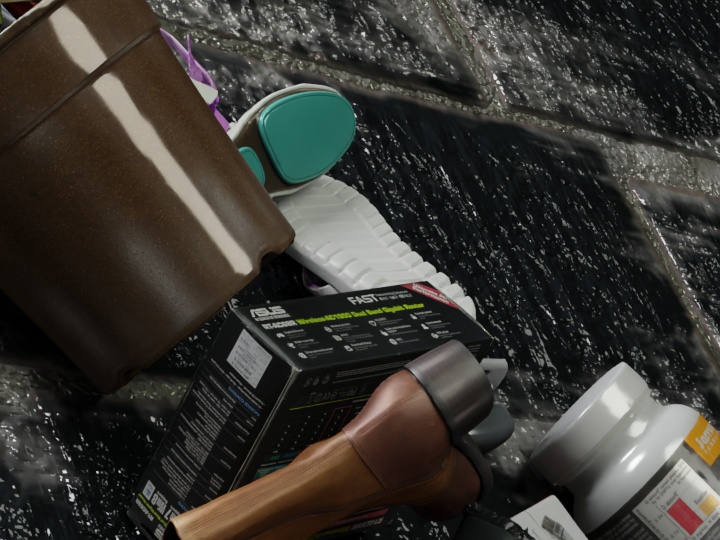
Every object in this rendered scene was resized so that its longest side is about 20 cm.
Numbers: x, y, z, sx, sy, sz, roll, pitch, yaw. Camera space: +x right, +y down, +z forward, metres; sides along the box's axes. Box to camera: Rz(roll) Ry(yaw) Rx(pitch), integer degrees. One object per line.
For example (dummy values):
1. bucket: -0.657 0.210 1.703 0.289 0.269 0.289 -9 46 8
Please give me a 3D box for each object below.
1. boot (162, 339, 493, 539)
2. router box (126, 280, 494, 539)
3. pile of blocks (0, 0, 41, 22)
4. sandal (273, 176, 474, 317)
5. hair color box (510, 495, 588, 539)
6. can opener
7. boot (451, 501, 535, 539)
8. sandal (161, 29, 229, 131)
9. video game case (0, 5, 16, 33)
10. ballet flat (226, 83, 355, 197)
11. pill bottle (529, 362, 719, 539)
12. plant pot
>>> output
1. boot: -0.018 0.138 1.479 0.199 0.188 0.069 -33 76 -15
2. router box: -0.027 0.090 1.540 0.062 0.150 0.199 41 26 27
3. pile of blocks: -0.271 -0.168 1.658 0.199 0.082 0.063 -10 102 -30
4. sandal: -0.006 0.001 1.754 0.082 0.050 0.203 -13 40 -36
5. hair color box: 0.089 0.222 1.613 0.111 0.064 0.200 51 33 13
6. can opener: 0.030 0.086 1.716 0.199 0.053 0.067 2 49 -47
7. boot: 0.032 0.200 1.481 0.198 0.073 0.163 40 65 1
8. sandal: -0.137 -0.141 1.756 0.203 0.050 0.083 46 27 -24
9. video game case: -0.234 -0.222 1.802 0.181 0.023 0.201 32 33 -19
10. ballet flat: -0.080 -0.071 1.740 0.069 0.069 0.200 46 43 3
11. pill bottle: 0.217 0.165 1.782 0.200 0.116 0.116 45 31 0
12. plant pot: -0.154 -0.049 1.538 0.199 0.200 0.200 50 30 -4
